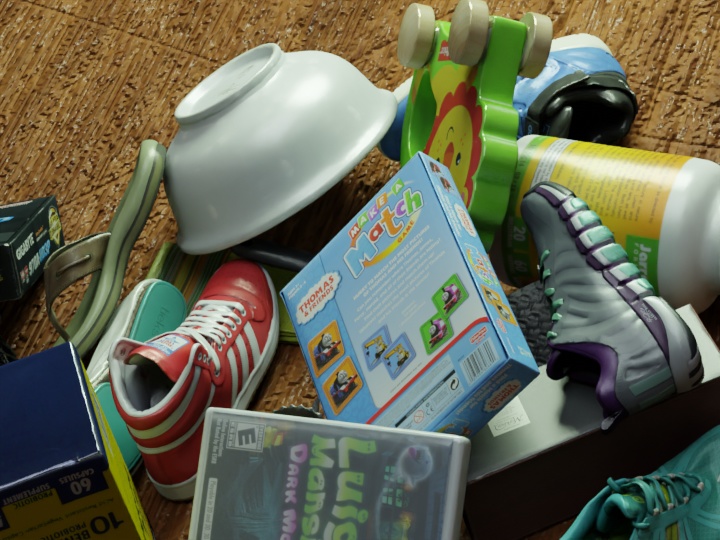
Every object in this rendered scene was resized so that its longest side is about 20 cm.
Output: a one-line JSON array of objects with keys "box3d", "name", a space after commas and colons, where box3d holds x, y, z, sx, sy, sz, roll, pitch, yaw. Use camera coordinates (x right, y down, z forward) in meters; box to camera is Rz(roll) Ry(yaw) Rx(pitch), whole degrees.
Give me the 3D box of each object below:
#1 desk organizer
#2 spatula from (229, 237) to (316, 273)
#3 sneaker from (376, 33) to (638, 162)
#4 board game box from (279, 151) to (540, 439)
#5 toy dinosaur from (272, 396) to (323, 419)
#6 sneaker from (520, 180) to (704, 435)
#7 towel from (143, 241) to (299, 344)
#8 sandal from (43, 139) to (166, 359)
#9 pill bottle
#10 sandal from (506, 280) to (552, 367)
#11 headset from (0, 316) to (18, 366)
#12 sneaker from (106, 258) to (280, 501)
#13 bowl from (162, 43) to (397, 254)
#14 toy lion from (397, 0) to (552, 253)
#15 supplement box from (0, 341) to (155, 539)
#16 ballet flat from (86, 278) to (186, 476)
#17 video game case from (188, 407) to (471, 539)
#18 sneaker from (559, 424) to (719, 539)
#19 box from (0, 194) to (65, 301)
[{"box3d": [0.149, 0.108, 1.643, 0.199, 0.077, 0.072, -22, 44, -5], "name": "desk organizer"}, {"box3d": [0.000, 0.000, 1.802, 0.198, 0.021, 0.057, 9, 43, 8], "name": "spatula"}, {"box3d": [0.114, -0.113, 1.871, 0.198, 0.077, 0.111, -15, 34, -7], "name": "sneaker"}, {"box3d": [0.029, 0.040, 1.647, 0.151, 0.036, 0.201, -45, 44, 23], "name": "board game box"}, {"box3d": [-0.040, 0.158, 1.630, 0.102, 0.077, 0.200, -37, 38, 5], "name": "toy dinosaur"}, {"box3d": [0.141, 0.020, 1.625, 0.087, 0.075, 0.200, -32, 47, -7], "name": "sneaker"}, {"box3d": [-0.072, 0.016, 1.845, 0.198, 0.018, 0.086, 4, 49, 20], "name": "towel"}, {"box3d": [-0.203, -0.008, 1.828, 0.057, 0.080, 0.202, 24, 82, -13], "name": "sandal"}, {"box3d": [0.200, -0.029, 1.738, 0.199, 0.112, 0.111, 10, 50, 25], "name": "pill bottle"}, {"box3d": [0.107, 0.055, 1.723, 0.199, 0.048, 0.076, -18, 78, 13], "name": "sandal"}, {"box3d": [-0.284, 0.116, 1.755, 0.122, 0.095, 0.201, -2, 36, 15], "name": "headset"}, {"box3d": [-0.117, 0.050, 1.743, 0.071, 0.113, 0.201, 1, 53, 22], "name": "sneaker"}, {"box3d": [-0.077, -0.107, 1.854, 0.200, 0.091, 0.201, -31, 19, 12], "name": "bowl"}, {"box3d": [0.069, -0.093, 1.761, 0.068, 0.193, 0.200, 11, 1, -17], "name": "toy lion"}, {"box3d": [-0.200, 0.165, 1.605, 0.108, 0.201, 0.110, -20, 44, -3], "name": "supplement box"}, {"box3d": [-0.181, 0.093, 1.774, 0.069, 0.070, 0.201, 4, 48, 20], "name": "ballet flat"}, {"box3d": [-0.028, 0.196, 1.572, 0.180, 0.023, 0.202, 5, 83, 20], "name": "video game case"}, {"box3d": [0.189, 0.162, 1.576, 0.200, 0.080, 0.077, -38, 48, -21], "name": "sneaker"}, {"box3d": [-0.338, -0.003, 1.872, 0.198, 0.046, 0.159, -9, 13, 8], "name": "box"}]
